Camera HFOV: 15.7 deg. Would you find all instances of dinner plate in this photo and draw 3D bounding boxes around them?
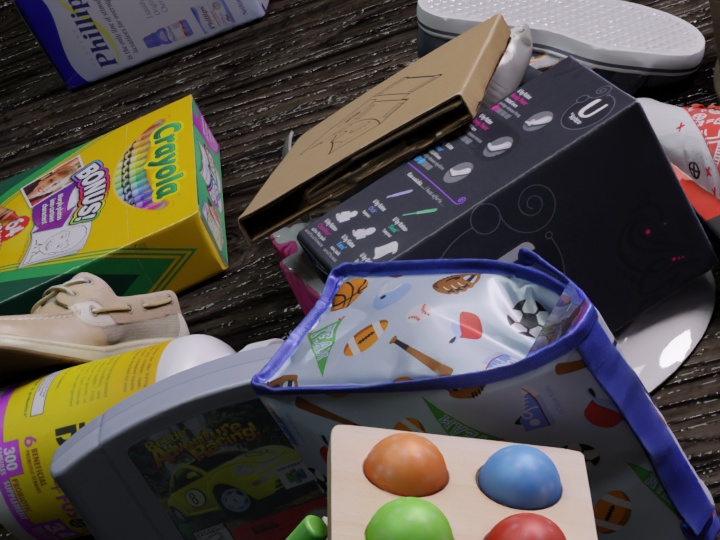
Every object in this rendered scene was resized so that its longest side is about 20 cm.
[{"bbox_3d":[0.116,0.036,1.560,0.200,0.024,0.200,-23,29,14],"label":"dinner plate"}]

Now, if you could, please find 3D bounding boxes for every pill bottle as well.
[{"bbox_3d":[-0.129,0.099,1.596,0.200,0.104,0.104,-16,31,25],"label":"pill bottle"}]

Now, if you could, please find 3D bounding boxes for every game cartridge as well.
[{"bbox_3d":[-0.069,0.112,1.489,0.200,0.133,0.041,-22,28,16],"label":"game cartridge"}]

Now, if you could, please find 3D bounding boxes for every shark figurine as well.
[{"bbox_3d":[0.035,-0.066,1.738,0.214,0.090,0.128,-30,27,21],"label":"shark figurine"}]

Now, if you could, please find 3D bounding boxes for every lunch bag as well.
[{"bbox_3d":[0.076,0.081,1.369,0.200,0.170,0.124,-3,42,42],"label":"lunch bag"}]

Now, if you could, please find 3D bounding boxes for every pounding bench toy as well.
[{"bbox_3d":[0.002,0.158,1.232,0.199,0.156,0.124,6,30,-5],"label":"pounding bench toy"}]

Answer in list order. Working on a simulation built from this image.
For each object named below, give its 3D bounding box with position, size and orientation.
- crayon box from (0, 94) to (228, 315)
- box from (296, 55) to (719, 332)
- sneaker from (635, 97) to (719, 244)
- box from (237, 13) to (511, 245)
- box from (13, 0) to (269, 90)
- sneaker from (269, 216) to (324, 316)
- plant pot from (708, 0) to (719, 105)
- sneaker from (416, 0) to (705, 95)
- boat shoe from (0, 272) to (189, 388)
[{"bbox_3d":[-0.187,-0.034,1.919,0.172,0.058,0.200,-25,28,8],"label":"crayon box"},{"bbox_3d":[0.085,-0.013,1.513,0.200,0.122,0.106,-34,26,-6],"label":"box"},{"bbox_3d":[0.236,-0.074,1.564,0.108,0.067,0.201,-41,33,5],"label":"sneaker"},{"bbox_3d":[0.012,-0.090,1.625,0.163,0.021,0.200,-29,12,18],"label":"box"},{"bbox_3d":[-0.176,-0.272,2.252,0.200,0.105,0.184,-18,30,20],"label":"box"},{"bbox_3d":[0.000,0.000,1.656,0.088,0.081,0.200,-26,22,0],"label":"sneaker"},{"bbox_3d":[0.292,-0.189,1.606,0.200,0.174,0.200,-22,30,13],"label":"plant pot"},{"bbox_3d":[0.136,-0.143,1.790,0.199,0.080,0.078,10,32,16],"label":"sneaker"},{"bbox_3d":[-0.184,0.037,1.674,0.072,0.065,0.200,-20,-14,36],"label":"boat shoe"}]
